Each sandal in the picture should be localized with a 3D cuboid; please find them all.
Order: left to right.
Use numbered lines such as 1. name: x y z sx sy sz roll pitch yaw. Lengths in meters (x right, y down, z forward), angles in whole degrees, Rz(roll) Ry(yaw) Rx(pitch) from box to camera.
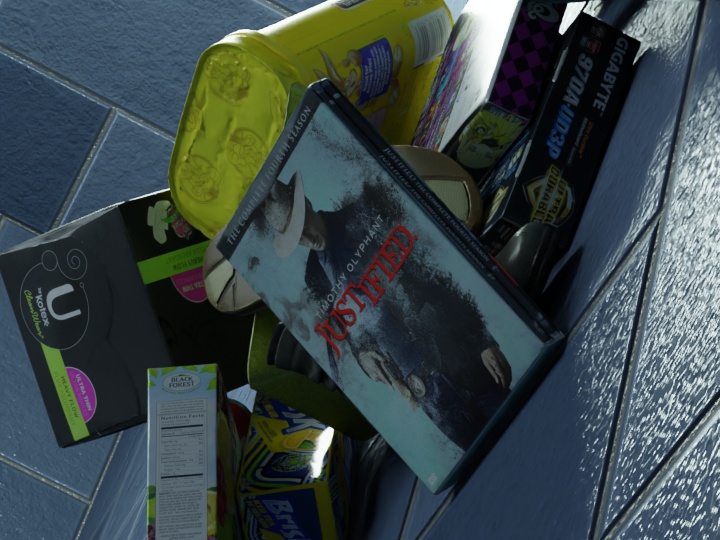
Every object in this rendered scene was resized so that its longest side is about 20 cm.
1. sandal: -0.007 -0.019 1.589 0.199 0.054 0.081 -21 63 30

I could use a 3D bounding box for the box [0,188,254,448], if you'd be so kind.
1. box: -0.134 0.022 1.842 0.124 0.149 0.200 -20 0 33

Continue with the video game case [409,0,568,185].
1. video game case: 0.082 -0.128 1.658 0.181 0.036 0.201 -52 15 53

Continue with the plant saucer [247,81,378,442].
1. plant saucer: 0.000 0.000 1.715 0.200 0.048 0.202 32 -116 -63

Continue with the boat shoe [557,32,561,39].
1. boat shoe: 0.080 -0.087 1.829 0.072 0.059 0.201 45 114 48

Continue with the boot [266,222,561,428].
1. boot: 0.024 0.022 1.514 0.200 0.130 0.068 -56 2 42

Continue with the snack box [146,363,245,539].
1. snack box: -0.101 0.174 1.722 0.201 0.053 0.143 79 -172 -55

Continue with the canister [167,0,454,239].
1. canister: -0.030 -0.115 1.797 0.200 0.086 0.149 -29 -33 -47

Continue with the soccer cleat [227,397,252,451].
1. soccer cleat: -0.093 0.167 1.905 0.085 0.068 0.201 -70 -20 -55

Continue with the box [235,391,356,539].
1. box: -0.041 0.137 1.774 0.200 0.064 0.071 -85 -14 -71

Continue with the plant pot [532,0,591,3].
1. plant pot: 0.121 -0.237 1.545 0.135 0.199 0.201 117 176 -55

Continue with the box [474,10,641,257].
1. box: 0.095 -0.048 1.620 0.160 0.046 0.200 -67 8 -29

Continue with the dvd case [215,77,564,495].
1. dvd case: 0.012 0.011 1.459 0.022 0.200 0.146 -26 -22 -43
